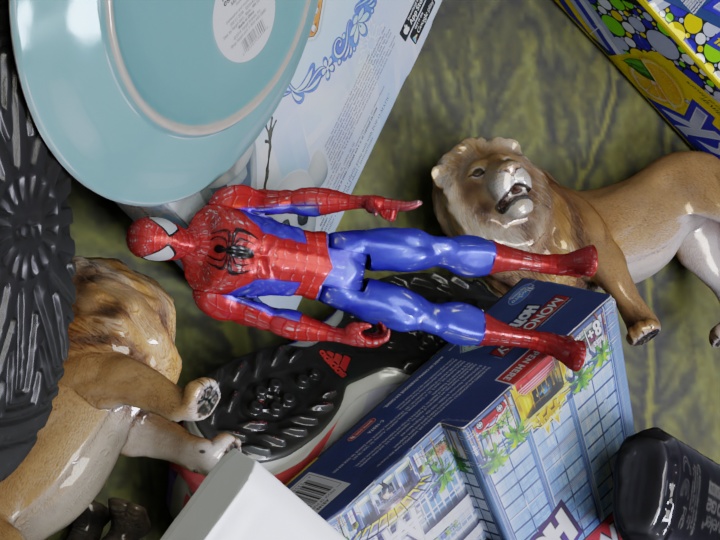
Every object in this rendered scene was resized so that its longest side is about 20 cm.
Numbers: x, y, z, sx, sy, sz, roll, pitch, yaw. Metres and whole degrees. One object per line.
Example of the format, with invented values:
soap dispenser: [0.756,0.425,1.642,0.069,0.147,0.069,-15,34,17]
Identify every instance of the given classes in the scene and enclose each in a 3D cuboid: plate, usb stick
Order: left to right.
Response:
plate: [-0.067,-0.123,1.207,0.200,0.026,0.200,-22,118,-51]
usb stick: [0.155,0.113,1.374,0.200,0.033,0.056,31,66,-66]

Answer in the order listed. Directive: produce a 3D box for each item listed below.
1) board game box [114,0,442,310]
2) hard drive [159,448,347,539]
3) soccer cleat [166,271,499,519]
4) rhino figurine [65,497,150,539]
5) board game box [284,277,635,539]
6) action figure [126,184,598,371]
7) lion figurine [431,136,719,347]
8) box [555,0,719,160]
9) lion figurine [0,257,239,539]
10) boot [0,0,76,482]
board game box: [-0.048,-0.108,1.302,0.200,0.043,0.199,-65,147,-17]
hard drive: [-0.026,0.180,1.223,0.132,0.026,0.200,-54,127,-10]
soccer cleat: [-0.009,0.059,1.358,0.200,0.073,0.068,-24,64,-41]
rhino figurine: [-0.121,0.141,1.291,0.200,0.060,0.088,23,74,-16]
board game box: [0.060,0.142,1.336,0.200,0.062,0.200,-40,122,-29]
action figure: [0.000,0.000,1.257,0.200,0.052,0.066,8,91,-10]
lion figurine: [0.129,-0.019,1.426,0.200,0.072,0.123,-12,63,-40]
box: [0.187,-0.094,1.455,0.200,0.070,0.064,46,69,-15]
lion figurine: [-0.128,0.084,1.232,0.200,0.122,0.073,-54,144,-24]
boot: [-0.197,-0.023,1.204,0.079,0.158,0.211,2,91,-60]
